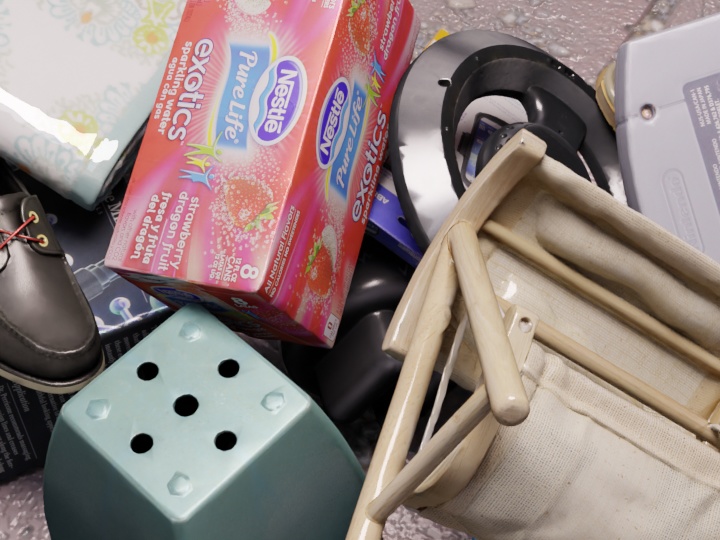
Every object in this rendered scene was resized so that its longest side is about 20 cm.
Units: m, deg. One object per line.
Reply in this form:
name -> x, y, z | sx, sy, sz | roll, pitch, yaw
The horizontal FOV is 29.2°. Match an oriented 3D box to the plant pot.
plant pot -> -0.080, 0.122, 0.730 | 0.141, 0.201, 0.141 | 36, 62, 26

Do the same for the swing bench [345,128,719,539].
swing bench -> 0.115, 0.075, 0.648 | 0.198, 0.130, 0.201 | 30, 37, -13

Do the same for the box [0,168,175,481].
box -> -0.219, 0.034, 0.859 | 0.198, 0.108, 0.149 | -21, 55, -15

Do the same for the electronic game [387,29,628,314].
electronic game -> 0.097, -0.045, 0.778 | 0.199, 0.042, 0.202 | 18, 57, -30

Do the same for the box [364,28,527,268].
box -> 0.057, -0.060, 0.841 | 0.119, 0.042, 0.200 | 36, 43, -1

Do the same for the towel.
towel -> -0.184, -0.150, 0.847 | 0.170, 0.048, 0.201 | 30, 54, -1

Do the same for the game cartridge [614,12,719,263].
game cartridge -> 0.216, -0.043, 0.765 | 0.132, 0.041, 0.202 | -16, 90, -4

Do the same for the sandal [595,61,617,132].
sandal -> 0.230, -0.070, 0.811 | 0.199, 0.054, 0.080 | 36, 40, 9

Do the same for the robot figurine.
robot figurine -> 0.000, -0.001, 0.866 | 0.124, 0.151, 0.201 | -19, 54, 4

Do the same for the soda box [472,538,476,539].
soda box -> 0.162, 0.177, 0.764 | 0.198, 0.068, 0.065 | -4, 54, -1

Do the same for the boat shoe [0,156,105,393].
boat shoe -> -0.210, -0.012, 0.783 | 0.073, 0.063, 0.202 | -20, 54, -36

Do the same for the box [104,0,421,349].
box -> -0.047, -0.072, 0.733 | 0.095, 0.100, 0.202 | 9, 75, 25

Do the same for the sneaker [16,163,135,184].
sneaker -> -0.201, -0.142, 0.964 | 0.113, 0.075, 0.202 | 9, 95, 18
